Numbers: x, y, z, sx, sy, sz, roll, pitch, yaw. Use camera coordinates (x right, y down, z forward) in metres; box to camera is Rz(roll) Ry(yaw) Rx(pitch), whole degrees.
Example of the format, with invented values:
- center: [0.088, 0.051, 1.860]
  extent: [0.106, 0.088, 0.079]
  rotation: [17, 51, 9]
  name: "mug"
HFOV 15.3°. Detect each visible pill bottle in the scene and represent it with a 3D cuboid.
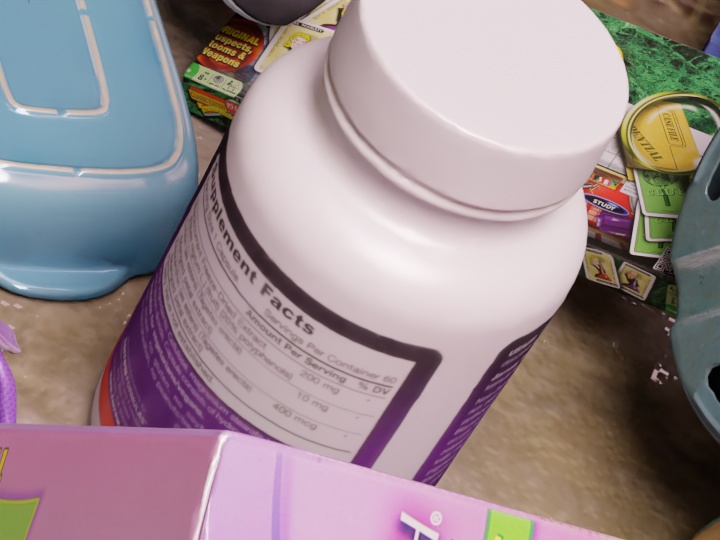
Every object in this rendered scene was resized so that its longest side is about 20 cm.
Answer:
- center: [0.000, 0.000, 0.801]
  extent: [0.111, 0.200, 0.112]
  rotation: [16, 45, -16]
  name: "pill bottle"

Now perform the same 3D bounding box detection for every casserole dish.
- center: [-0.119, -0.079, 0.927]
  extent: [0.121, 0.039, 0.200]
  rotation: [2, 49, -28]
  name: "casserole dish"

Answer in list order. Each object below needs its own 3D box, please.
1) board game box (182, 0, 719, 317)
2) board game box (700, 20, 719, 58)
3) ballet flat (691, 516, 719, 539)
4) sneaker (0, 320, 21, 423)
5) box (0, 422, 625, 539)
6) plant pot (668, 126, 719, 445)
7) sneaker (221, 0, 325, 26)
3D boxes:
- center: [0.047, -0.061, 0.954]
  extent: [0.200, 0.023, 0.105]
  rotation: [23, 52, 19]
  name: "board game box"
- center: [0.239, -0.062, 1.104]
  extent: [0.199, 0.043, 0.200]
  rotation: [33, 44, 2]
  name: "board game box"
- center: [0.187, 0.150, 0.868]
  extent: [0.200, 0.063, 0.069]
  rotation: [40, 44, 10]
  name: "ballet flat"
- center: [-0.135, 0.023, 0.782]
  extent: [0.080, 0.089, 0.200]
  rotation: [6, 51, -23]
  name: "sneaker"
- center: [0.000, 0.107, 0.676]
  extent: [0.200, 0.176, 0.097]
  rotation: [16, 80, -28]
  name: "box"
- center: [0.219, 0.015, 0.876]
  extent: [0.196, 0.200, 0.201]
  rotation: [17, 43, -38]
  name: "plant pot"
- center: [-0.059, -0.145, 0.995]
  extent: [0.072, 0.083, 0.200]
  rotation: [50, 21, -35]
  name: "sneaker"
